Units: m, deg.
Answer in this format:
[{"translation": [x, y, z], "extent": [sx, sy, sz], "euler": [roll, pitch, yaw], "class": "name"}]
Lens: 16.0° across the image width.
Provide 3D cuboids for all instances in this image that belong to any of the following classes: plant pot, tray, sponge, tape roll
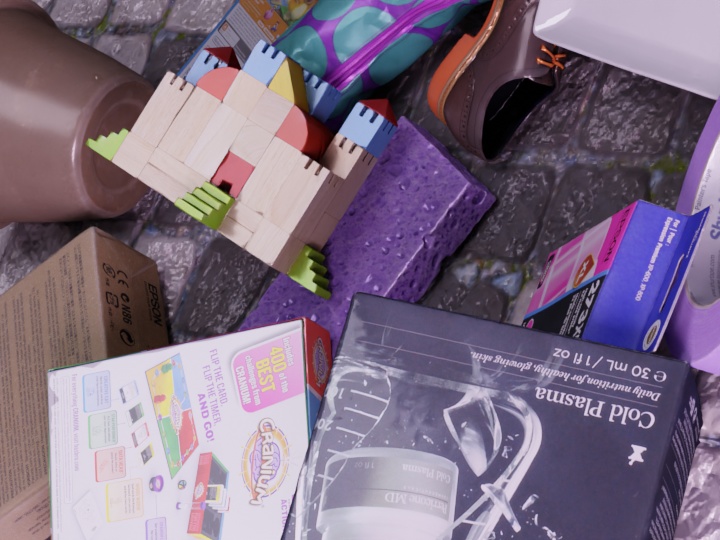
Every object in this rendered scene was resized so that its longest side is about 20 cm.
[{"translation": [-0.250, -0.110, 1.978], "extent": [0.174, 0.200, 0.200], "euler": [15, 76, 30], "class": "plant pot"}, {"translation": [0.184, -0.173, 1.564], "extent": [0.200, 0.022, 0.108], "euler": [27, 107, 52], "class": "tray"}, {"translation": [0.000, 0.000, 1.740], "extent": [0.200, 0.030, 0.112], "euler": [-53, 38, 8], "class": "sponge"}, {"translation": [0.236, -0.035, 1.411], "extent": [0.200, 0.066, 0.200], "euler": [-164, 90, -79], "class": "tape roll"}]

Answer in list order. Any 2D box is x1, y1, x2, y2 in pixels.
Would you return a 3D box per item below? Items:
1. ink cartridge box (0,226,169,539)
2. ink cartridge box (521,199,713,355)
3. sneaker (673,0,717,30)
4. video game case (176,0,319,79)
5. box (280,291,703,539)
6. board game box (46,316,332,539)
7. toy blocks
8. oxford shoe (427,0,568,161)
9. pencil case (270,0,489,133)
[{"translation": [-0.218, 0.095, 1.871], "extent": [0.165, 0.075, 0.200], "euler": [-36, 45, 27], "class": "ink cartridge box"}, {"translation": [0.141, 0.017, 1.499], "extent": [0.095, 0.037, 0.200], "euler": [-66, 11, -17], "class": "ink cartridge box"}, {"translation": [0.267, -0.157, 1.530], "extent": [0.200, 0.066, 0.079], "euler": [-27, 47, 32], "class": "sneaker"}, {"translation": [-0.058, -0.175, 1.926], "extent": [0.200, 0.018, 0.143], "euler": [-50, 39, 11], "class": "video game case"}, {"translation": [0.072, 0.138, 1.437], "extent": [0.200, 0.124, 0.197], "euler": [11, 73, 15], "class": "box"}, {"translation": [-0.113, 0.125, 1.700], "extent": [0.200, 0.040, 0.153], "euler": [-11, 70, 23], "class": "board game box"}, {"translation": [-0.070, -0.091, 1.745], "extent": [0.200, 0.100, 0.137], "euler": [32, 91, 26], "class": "toy blocks"}, {"translation": [0.123, -0.160, 1.680], "extent": [0.200, 0.071, 0.073], "euler": [-58, 43, 26], "class": "oxford shoe"}, {"translation": [0.002, -0.163, 1.801], "extent": [0.200, 0.085, 0.092], "euler": [-41, 26, 21], "class": "pencil case"}]
